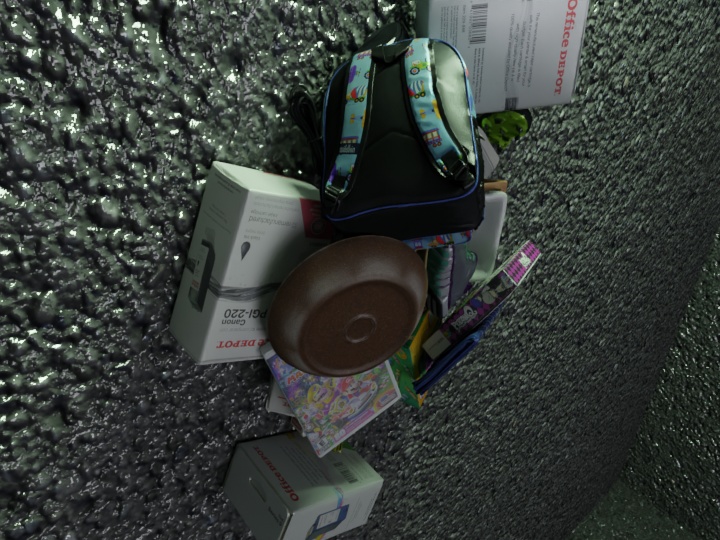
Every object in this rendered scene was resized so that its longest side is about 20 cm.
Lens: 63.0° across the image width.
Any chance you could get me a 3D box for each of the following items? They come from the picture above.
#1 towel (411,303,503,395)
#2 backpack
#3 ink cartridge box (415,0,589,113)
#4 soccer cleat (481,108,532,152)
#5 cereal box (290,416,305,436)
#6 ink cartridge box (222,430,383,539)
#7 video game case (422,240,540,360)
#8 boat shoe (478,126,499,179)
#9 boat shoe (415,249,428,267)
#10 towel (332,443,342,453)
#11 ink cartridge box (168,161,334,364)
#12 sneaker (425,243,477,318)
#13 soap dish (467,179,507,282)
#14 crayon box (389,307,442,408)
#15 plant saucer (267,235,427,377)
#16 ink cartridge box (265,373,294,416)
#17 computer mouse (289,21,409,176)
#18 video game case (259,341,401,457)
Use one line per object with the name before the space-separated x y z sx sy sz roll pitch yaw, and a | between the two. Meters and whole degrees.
towel | 0.160 0.113 0.939 0.145 0.024 0.199 -49 172 29
backpack | 0.046 -0.139 0.644 0.135 0.176 0.207 47 38 -63
ink cartridge box | 0.170 -0.284 0.736 0.192 0.085 0.150 -6 128 -4
soccer cleat | 0.214 -0.230 0.863 0.200 0.066 0.084 -41 152 -84
cereal box | -0.027 0.147 0.914 0.141 0.039 0.206 -7 118 -46
ink cartridge box | -0.084 0.320 0.880 0.197 0.144 0.090 7 112 -50
video game case | 0.196 0.043 0.932 0.182 0.036 0.199 -49 171 30
boat shoe | 0.145 -0.180 0.876 0.070 0.071 0.199 -59 151 3
boat shoe | 0.061 0.015 0.768 0.072 0.063 0.205 -31 139 -30
towel | -0.002 0.163 0.871 0.086 0.018 0.206 -62 170 -73
ink cartridge box | -0.121 -0.003 0.679 0.143 0.084 0.206 2 114 -48
sneaker | 0.120 -0.028 0.795 0.086 0.074 0.203 -31 145 -20
soap dish | 0.115 -0.055 0.871 0.194 0.081 0.162 -9 122 -24
crayon box | 0.089 0.123 0.969 0.120 0.057 0.203 -58 153 -30
plant saucer | -0.006 0.055 0.658 0.194 0.037 0.205 -14 132 -16
ink cartridge box | -0.060 0.134 0.807 0.113 0.068 0.206 13 108 -11
computer mouse | 0.010 -0.199 0.724 0.199 0.046 0.143 -41 137 -22
video game case | -0.030 0.133 0.749 0.141 0.018 0.204 -32 127 -15
